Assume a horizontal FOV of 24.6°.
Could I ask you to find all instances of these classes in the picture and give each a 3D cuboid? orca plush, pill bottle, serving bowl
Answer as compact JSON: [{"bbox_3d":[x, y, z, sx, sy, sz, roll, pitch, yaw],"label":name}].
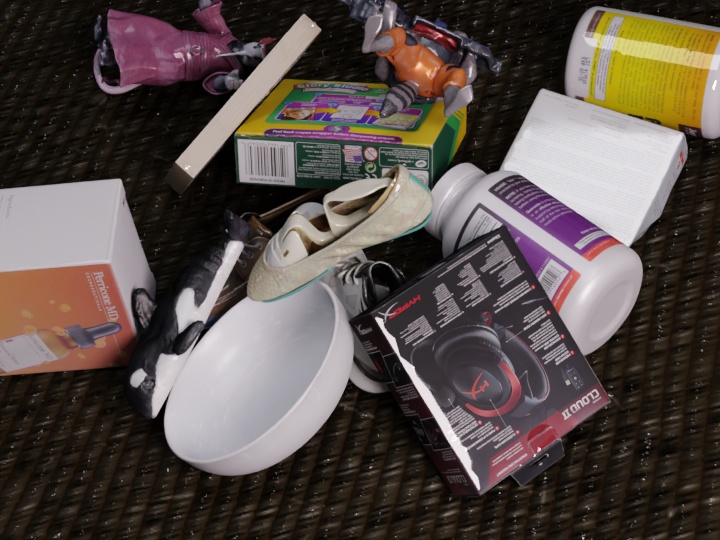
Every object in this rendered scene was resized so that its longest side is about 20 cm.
[{"bbox_3d":[-0.173,0.030,1.508,0.071,0.105,0.201,28,93,-7],"label":"orca plush"},{"bbox_3d":[0.154,-0.016,1.521,0.112,0.113,0.200,-39,58,-23],"label":"pill bottle"},{"bbox_3d":[-0.079,0.103,1.467,0.199,0.066,0.201,-31,33,23],"label":"serving bowl"},{"bbox_3d":[0.312,-0.195,1.658,0.198,0.110,0.110,14,53,21],"label":"pill bottle"}]

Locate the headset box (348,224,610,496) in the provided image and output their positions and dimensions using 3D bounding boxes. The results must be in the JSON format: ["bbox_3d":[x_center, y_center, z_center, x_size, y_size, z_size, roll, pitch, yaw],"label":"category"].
[{"bbox_3d":[0.107,0.087,1.418,0.148,0.075,0.201,-33,92,-18],"label":"headset box"}]

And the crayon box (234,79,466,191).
[{"bbox_3d":[-0.006,-0.136,1.655,0.198,0.059,0.173,5,25,14],"label":"crayon box"}]

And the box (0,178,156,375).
[{"bbox_3d":[-0.308,0.010,1.558,0.198,0.153,0.107,-5,48,6],"label":"box"}]

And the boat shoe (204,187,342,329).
[{"bbox_3d":[-0.102,-0.020,1.601,0.199,0.073,0.072,-34,51,-20],"label":"boat shoe"}]

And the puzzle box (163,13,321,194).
[{"bbox_3d":[-0.120,-0.166,1.670,0.025,0.133,0.200,41,80,-5],"label":"puzzle box"}]

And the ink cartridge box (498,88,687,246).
[{"bbox_3d":[0.210,-0.067,1.622,0.161,0.050,0.201,21,74,24],"label":"ink cartridge box"}]

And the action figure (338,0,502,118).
[{"bbox_3d":[0.031,-0.204,1.592,0.199,0.193,0.105,25,97,2],"label":"action figure"}]

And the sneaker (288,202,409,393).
[{"bbox_3d":[0.000,0.000,1.507,0.075,0.116,0.202,-14,63,-27],"label":"sneaker"}]

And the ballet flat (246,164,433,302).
[{"bbox_3d":[-0.029,-0.038,1.457,0.199,0.062,0.068,-27,37,20],"label":"ballet flat"}]

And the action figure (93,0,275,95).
[{"bbox_3d":[-0.187,-0.226,1.797,0.198,0.149,0.135,2,65,-15],"label":"action figure"}]
